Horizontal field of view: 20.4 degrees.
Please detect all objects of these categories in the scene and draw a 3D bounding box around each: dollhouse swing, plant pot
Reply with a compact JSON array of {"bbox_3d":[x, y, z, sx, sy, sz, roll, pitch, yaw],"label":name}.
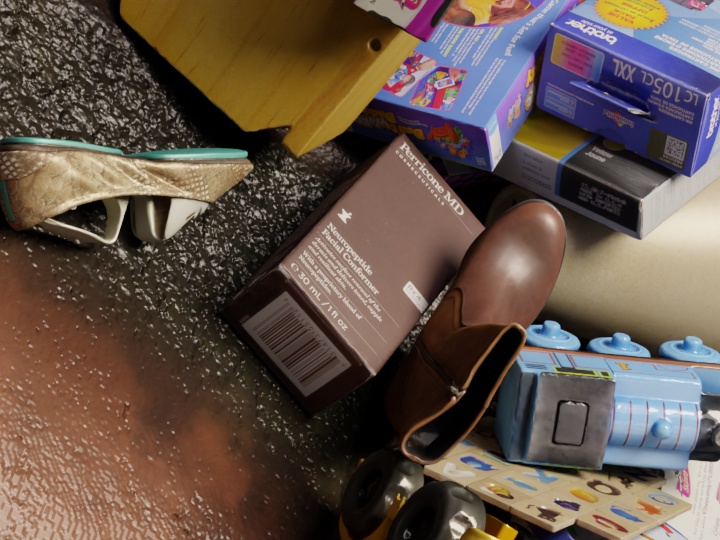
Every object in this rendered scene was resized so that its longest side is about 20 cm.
[{"bbox_3d":[-0.044,-0.206,1.442,0.200,0.182,0.176,42,12,9],"label":"dollhouse swing"},{"bbox_3d":[0.201,-0.017,1.534,0.199,0.187,0.188,1,62,-26],"label":"plant pot"}]

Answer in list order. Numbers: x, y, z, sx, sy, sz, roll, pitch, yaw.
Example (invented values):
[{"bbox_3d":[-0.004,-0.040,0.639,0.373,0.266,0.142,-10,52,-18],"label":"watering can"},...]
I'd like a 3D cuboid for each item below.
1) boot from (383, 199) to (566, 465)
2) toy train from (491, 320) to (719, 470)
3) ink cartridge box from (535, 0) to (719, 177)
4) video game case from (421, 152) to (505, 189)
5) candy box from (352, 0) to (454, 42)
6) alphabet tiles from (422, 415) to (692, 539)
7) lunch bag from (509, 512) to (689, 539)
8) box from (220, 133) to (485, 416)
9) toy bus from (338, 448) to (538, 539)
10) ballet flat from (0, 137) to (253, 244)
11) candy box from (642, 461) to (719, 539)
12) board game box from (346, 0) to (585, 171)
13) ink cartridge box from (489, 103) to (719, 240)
[{"bbox_3d":[0.078,0.032,1.282,0.068,0.188,0.200,43,-1,-1],"label":"boot"},{"bbox_3d":[0.184,0.094,1.402,0.199,0.087,0.114,7,16,-8],"label":"toy train"},{"bbox_3d":[0.221,-0.148,1.450,0.136,0.077,0.200,28,44,25],"label":"ink cartridge box"},{"bbox_3d":[0.087,-0.157,1.604,0.200,0.036,0.182,-10,72,-47],"label":"video game case"},{"bbox_3d":[0.057,-0.262,1.339,0.061,0.137,0.200,27,32,-13],"label":"candy box"},{"bbox_3d":[0.129,0.140,1.362,0.166,0.006,0.200,23,14,26],"label":"alphabet tiles"},{"bbox_3d":[0.191,0.238,1.330,0.200,0.124,0.170,41,6,-25],"label":"lunch bag"},{"bbox_3d":[0.000,0.000,1.385,0.100,0.075,0.200,48,39,-7],"label":"box"},{"bbox_3d":[0.038,0.228,1.219,0.136,0.200,0.192,32,87,-24],"label":"toy bus"},{"bbox_3d":[-0.152,-0.050,1.289,0.200,0.070,0.066,-1,92,-42],"label":"ballet flat"},{"bbox_3d":[0.273,0.203,1.511,0.200,0.061,0.137,39,43,-19],"label":"candy box"},{"bbox_3d":[0.080,-0.173,1.486,0.200,0.134,0.045,-56,151,-31],"label":"board game box"},{"bbox_3d":[0.184,-0.117,1.506,0.197,0.047,0.200,26,45,31],"label":"ink cartridge box"}]
